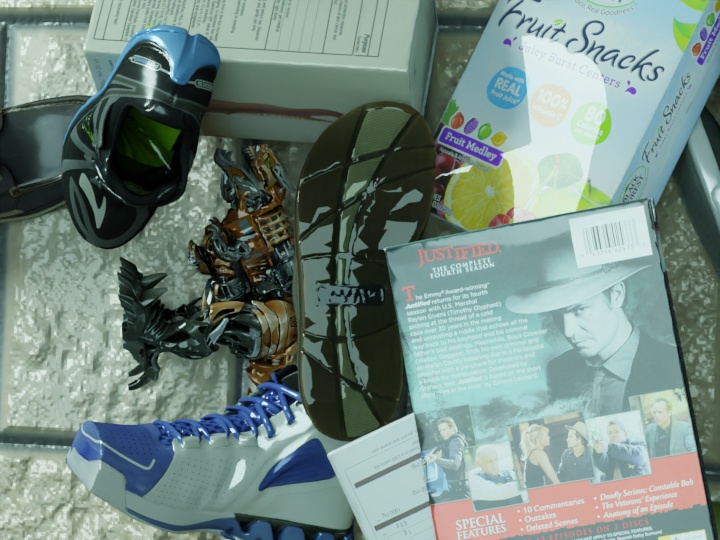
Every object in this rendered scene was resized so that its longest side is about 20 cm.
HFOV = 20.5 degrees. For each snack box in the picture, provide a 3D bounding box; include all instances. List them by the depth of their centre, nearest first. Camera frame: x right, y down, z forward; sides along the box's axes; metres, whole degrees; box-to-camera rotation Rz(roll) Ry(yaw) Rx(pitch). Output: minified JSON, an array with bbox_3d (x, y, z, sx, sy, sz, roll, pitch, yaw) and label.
[{"bbox_3d":[0.129,-0.102,1.201,0.142,0.053,0.200,28,92,37],"label":"snack box"}]

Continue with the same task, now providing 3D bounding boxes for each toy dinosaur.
[{"bbox_3d":[-0.081,0.025,1.241,0.136,0.102,0.200,-4,75,-6],"label":"toy dinosaur"}]

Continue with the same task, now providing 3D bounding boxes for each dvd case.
[{"bbox_3d":[0.100,0.073,1.038,0.146,0.022,0.200,-11,86,7],"label":"dvd case"}]

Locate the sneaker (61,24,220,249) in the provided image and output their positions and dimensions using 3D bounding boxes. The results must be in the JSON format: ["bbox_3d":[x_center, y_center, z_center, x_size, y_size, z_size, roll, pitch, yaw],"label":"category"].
[{"bbox_3d":[-0.140,-0.068,1.197,0.071,0.200,0.083,20,56,-13],"label":"sneaker"}]

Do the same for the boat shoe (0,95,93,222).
[{"bbox_3d":[-0.251,-0.063,1.278,0.200,0.073,0.075,-19,84,8],"label":"boat shoe"}]

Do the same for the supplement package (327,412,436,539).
[{"bbox_3d":[0.086,0.119,1.150,0.156,0.200,0.111,-26,83,7],"label":"supplement package"}]

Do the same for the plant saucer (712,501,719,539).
[{"bbox_3d":[0.214,0.241,1.209,0.200,0.031,0.200,0,87,9],"label":"plant saucer"}]

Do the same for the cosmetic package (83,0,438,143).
[{"bbox_3d":[-0.058,-0.143,1.230,0.200,0.087,0.103,6,59,11],"label":"cosmetic package"}]

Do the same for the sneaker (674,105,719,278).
[{"bbox_3d":[0.261,-0.028,1.201,0.099,0.071,0.200,-25,83,-1],"label":"sneaker"}]

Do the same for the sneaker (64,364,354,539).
[{"bbox_3d":[-0.072,0.104,1.202,0.199,0.081,0.115,21,94,-30],"label":"sneaker"}]

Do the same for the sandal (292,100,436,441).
[{"bbox_3d":[0.000,0.000,1.179,0.082,0.055,0.200,2,88,-4],"label":"sandal"}]
